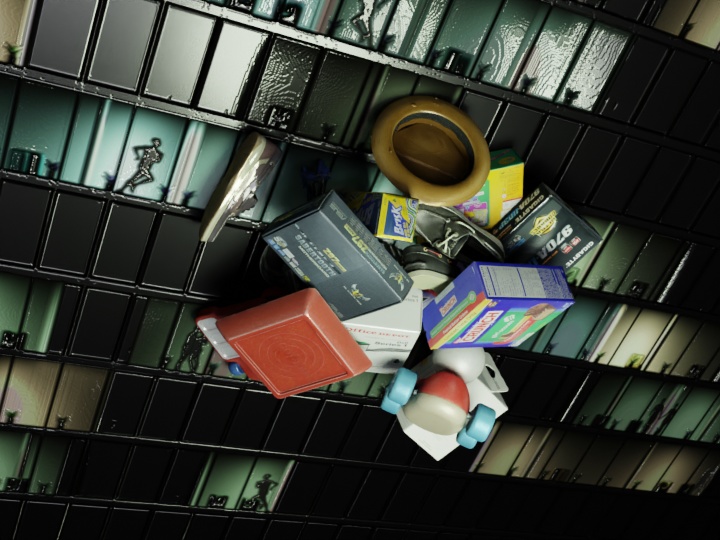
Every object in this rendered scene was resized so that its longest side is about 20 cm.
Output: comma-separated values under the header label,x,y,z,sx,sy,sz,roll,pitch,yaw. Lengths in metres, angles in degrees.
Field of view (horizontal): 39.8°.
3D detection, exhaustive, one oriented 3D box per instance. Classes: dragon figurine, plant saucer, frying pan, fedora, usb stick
label,x,y,z,sx,sy,sz,roll,pitch,yaw
dragon figurine,-0.064,-0.074,1.606,0.058,0.202,0.099,-9,166,-13
plant saucer,-0.111,0.133,1.638,0.199,0.037,0.200,-19,127,24
frying pan,-0.089,-0.043,1.688,0.189,0.031,0.115,-32,134,-8
fedora,0.107,-0.181,1.593,0.199,0.202,0.082,-5,162,-14
usb stick,-0.092,0.075,1.685,0.032,0.055,0.202,-1,112,34

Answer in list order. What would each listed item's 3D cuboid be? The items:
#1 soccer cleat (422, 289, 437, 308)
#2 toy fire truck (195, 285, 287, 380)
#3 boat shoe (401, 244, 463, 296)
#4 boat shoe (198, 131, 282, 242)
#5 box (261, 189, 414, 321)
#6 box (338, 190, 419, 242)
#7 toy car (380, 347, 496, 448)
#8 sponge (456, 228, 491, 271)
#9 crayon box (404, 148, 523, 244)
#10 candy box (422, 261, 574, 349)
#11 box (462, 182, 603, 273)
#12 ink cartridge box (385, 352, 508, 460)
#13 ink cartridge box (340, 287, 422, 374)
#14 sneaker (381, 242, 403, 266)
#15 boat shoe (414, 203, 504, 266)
label,x,y,z,sx,sy,sz,roll,pitch,yaw
soccer cleat,0.107,0.054,1.807,0.199,0.068,0.074,27,94,-30
toy fire truck,-0.177,0.127,1.749,0.167,0.113,0.201,-12,131,22
boat shoe,0.142,0.008,1.677,0.073,0.064,0.201,-22,151,35
boat shoe,-0.191,-0.123,1.576,0.064,0.072,0.201,24,109,-25
box,-0.036,-0.018,1.532,0.200,0.051,0.157,48,141,-19
box,0.021,-0.088,1.581,0.064,0.200,0.071,8,92,-22
toy car,0.161,0.182,1.764,0.183,0.201,0.177,24,161,2
sponge,0.219,0.013,1.793,0.111,0.030,0.201,21,99,-31
crayon box,0.177,-0.127,1.695,0.198,0.058,0.120,-12,127,-9
candy box,0.227,0.061,1.661,0.199,0.078,0.169,3,148,-32
box,0.298,-0.037,1.733,0.159,0.046,0.200,34,112,-33
ink cartridge box,0.174,0.238,1.912,0.200,0.129,0.125,-39,127,10
ink cartridge box,0.018,0.101,1.726,0.145,0.085,0.200,6,153,-6
sneaker,0.000,0.000,1.724,0.198,0.074,0.080,3,143,-31
boat shoe,0.155,-0.057,1.639,0.199,0.064,0.071,26,115,-11
